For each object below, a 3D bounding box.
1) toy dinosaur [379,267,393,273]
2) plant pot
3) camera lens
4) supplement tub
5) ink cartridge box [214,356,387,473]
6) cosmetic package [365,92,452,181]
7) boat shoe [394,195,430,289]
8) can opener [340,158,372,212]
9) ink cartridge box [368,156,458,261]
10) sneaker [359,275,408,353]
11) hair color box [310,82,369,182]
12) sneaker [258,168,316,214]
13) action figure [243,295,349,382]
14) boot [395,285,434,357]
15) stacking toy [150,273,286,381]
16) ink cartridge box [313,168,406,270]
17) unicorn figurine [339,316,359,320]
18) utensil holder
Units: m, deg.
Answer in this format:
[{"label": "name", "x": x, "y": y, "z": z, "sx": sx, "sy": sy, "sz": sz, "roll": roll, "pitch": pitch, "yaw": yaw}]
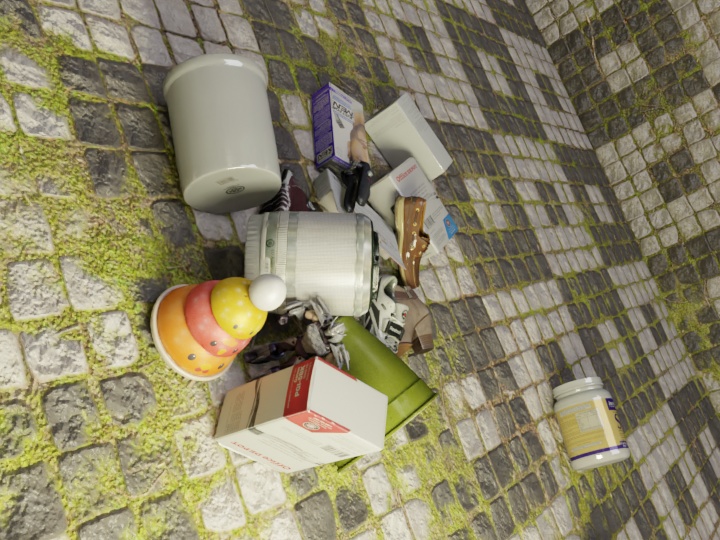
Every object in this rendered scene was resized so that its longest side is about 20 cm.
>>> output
[{"label": "toy dinosaur", "x": 0.000, "y": 0.000, "z": 1.420, "sx": 0.089, "sy": 0.047, "sz": 0.200, "roll": 62, "pitch": 31, "yaw": -7}, {"label": "plant pot", "x": -0.012, "y": 0.182, "z": 1.168, "sx": 0.193, "sy": 0.200, "sz": 0.200, "roll": 52, "pitch": 33, "yaw": 9}, {"label": "camera lens", "x": -0.073, "y": -0.011, "z": 1.133, "sx": 0.198, "sy": 0.160, "sz": 0.161, "roll": 1, "pitch": 56, "yaw": -3}, {"label": "supplement tub", "x": 0.561, "y": 0.376, "z": 1.793, "sx": 0.145, "sy": 0.145, "sz": 0.201, "roll": 13, "pitch": 57, "yaw": -48}, {"label": "ink cartridge box", "x": -0.083, "y": 0.207, "z": 1.019, "sx": 0.147, "sy": 0.199, "sz": 0.083, "roll": 35, "pitch": 47, "yaw": -34}, {"label": "cosmetic package", "x": 0.112, "y": -0.298, "z": 1.711, "sx": 0.200, "sy": 0.113, "sz": 0.081, "roll": 54, "pitch": 35, "yaw": -14}, {"label": "boat shoe", "x": 0.112, "y": -0.057, "z": 1.521, "sx": 0.072, "sy": 0.067, "sz": 0.202, "roll": -50, "pitch": 137, "yaw": -71}, {"label": "can opener", "x": -0.002, "y": -0.161, "z": 1.401, "sx": 0.079, "sy": 0.063, "sz": 0.200, "roll": 45, "pitch": 17, "yaw": -15}, {"label": "ink cartridge box", "x": 0.114, "y": -0.132, "z": 1.620, "sx": 0.201, "sy": 0.084, "sz": 0.146, "roll": 56, "pitch": 35, "yaw": -6}, {"label": "sneaker", "x": 0.045, "y": 0.097, "z": 1.287, "sx": 0.074, "sy": 0.088, "sz": 0.201, "roll": 29, "pitch": 46, "yaw": -53}, {"label": "hair color box", "x": -0.043, "y": -0.286, "z": 1.544, "sx": 0.109, "sy": 0.065, "sz": 0.201, "roll": 24, "pitch": 50, "yaw": -42}, {"label": "sneaker", "x": -0.121, "y": -0.084, "z": 1.293, "sx": 0.115, "sy": 0.075, "sz": 0.201, "roll": 43, "pitch": 38, "yaw": -30}, {"label": "action figure", "x": -0.092, "y": 0.119, "z": 1.075, "sx": 0.069, "sy": 0.200, "sz": 0.131, "roll": 6, "pitch": 60, "yaw": -49}, {"label": "boot", "x": 0.061, "y": 0.097, "z": 1.420, "sx": 0.199, "sy": 0.070, "sz": 0.147, "roll": 2, "pitch": 57, "yaw": -47}, {"label": "stacking toy", "x": -0.180, "y": 0.056, "z": 1.005, "sx": 0.146, "sy": 0.199, "sz": 0.147, "roll": 31, "pitch": 45, "yaw": -36}, {"label": "ink cartridge box", "x": -0.002, "y": -0.090, "z": 1.427, "sx": 0.200, "sy": 0.044, "sz": 0.174, "roll": 40, "pitch": 20, "yaw": -29}, {"label": "unicorn figurine", "x": -0.048, "y": 0.014, "z": 1.294, "sx": 0.137, "sy": 0.073, "sz": 0.201, "roll": 68, "pitch": 9, "yaw": -67}, {"label": "utensil holder", "x": -0.220, "y": -0.215, "z": 1.175, "sx": 0.169, "sy": 0.169, "sz": 0.201, "roll": 8, "pitch": 63, "yaw": -50}]
